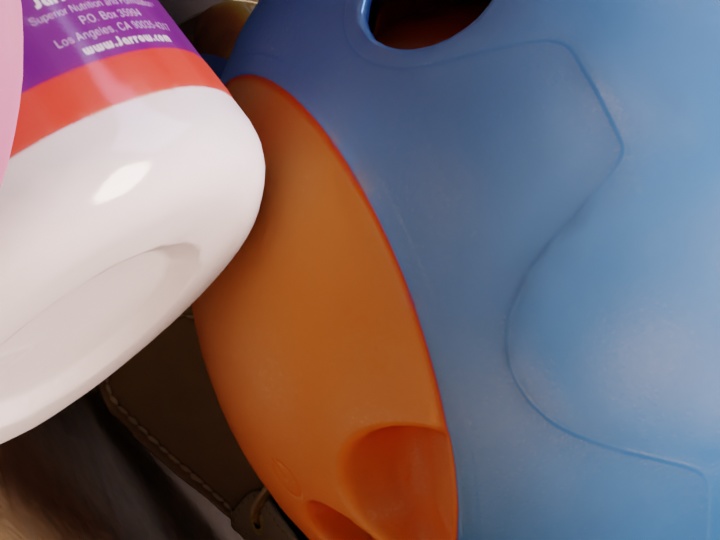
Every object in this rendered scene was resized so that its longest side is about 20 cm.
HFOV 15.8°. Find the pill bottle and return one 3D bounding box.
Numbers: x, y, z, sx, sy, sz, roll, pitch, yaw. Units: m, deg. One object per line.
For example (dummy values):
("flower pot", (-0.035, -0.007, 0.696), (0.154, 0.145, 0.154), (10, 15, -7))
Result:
("pill bottle", (-0.117, -0.063, 0.554), (0.200, 0.112, 0.112), (52, 6, 13))

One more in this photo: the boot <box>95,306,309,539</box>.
("boot", (-0.006, 0.080, 0.718), (0.200, 0.073, 0.155), (35, 20, 4))

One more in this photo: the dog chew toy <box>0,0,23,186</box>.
("dog chew toy", (-0.122, -0.029, 0.314), (0.125, 0.125, 0.200), (52, 13, 8))

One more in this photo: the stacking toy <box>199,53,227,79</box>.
("stacking toy", (-0.029, -0.022, 0.747), (0.200, 0.085, 0.085), (10, 33, -38))

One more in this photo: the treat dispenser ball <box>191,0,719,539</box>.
("treat dispenser ball", (0.058, -0.007, 0.623), (0.201, 0.201, 0.201), (51, 6, -7))

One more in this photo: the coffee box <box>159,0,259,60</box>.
("coffee box", (-0.018, -0.054, 0.834), (0.200, 0.114, 0.080), (5, 35, -34))
